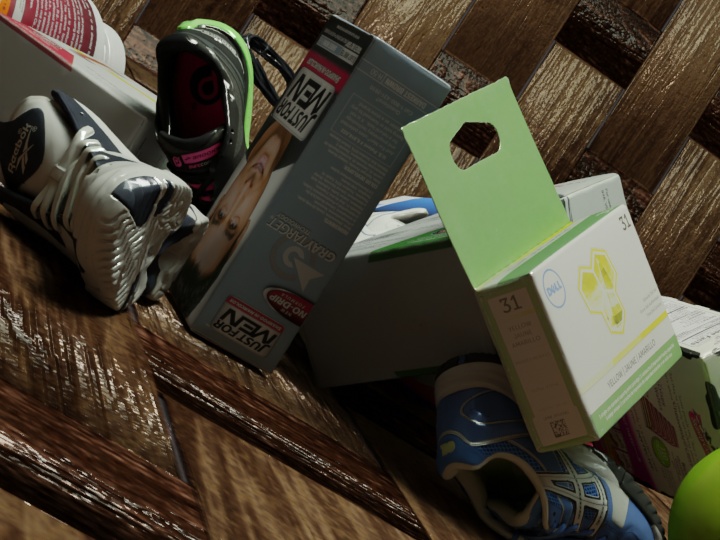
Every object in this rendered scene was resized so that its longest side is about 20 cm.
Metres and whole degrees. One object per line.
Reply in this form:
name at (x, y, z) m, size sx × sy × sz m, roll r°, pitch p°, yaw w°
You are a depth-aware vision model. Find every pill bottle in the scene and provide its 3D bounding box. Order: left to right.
pill bottle at (-0.277, -0.191, 1.425) m, size 0.113 × 0.113 × 0.200 m, roll 36°, pitch 6°, yaw 30°

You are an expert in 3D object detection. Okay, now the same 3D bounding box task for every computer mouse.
computer mouse at (-0.047, -0.087, 1.349) m, size 0.201 × 0.034 × 0.059 m, roll 63°, pitch 33°, yaw -12°

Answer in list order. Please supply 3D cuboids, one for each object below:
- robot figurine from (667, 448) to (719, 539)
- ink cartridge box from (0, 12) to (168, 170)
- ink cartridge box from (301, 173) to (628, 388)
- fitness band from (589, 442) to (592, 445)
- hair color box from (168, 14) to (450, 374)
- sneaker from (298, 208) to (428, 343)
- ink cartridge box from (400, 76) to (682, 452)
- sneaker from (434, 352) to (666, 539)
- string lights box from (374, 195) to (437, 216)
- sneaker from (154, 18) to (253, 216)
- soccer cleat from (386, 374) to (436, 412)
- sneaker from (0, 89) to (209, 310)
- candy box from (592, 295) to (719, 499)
robot figurine at (0.255, 0.178, 1.107) m, size 0.115 × 0.176 × 0.200 m, roll -4°, pitch -29°, yaw 20°
ink cartridge box at (-0.184, -0.095, 1.257) m, size 0.145 × 0.084 × 0.200 m, roll 35°, pitch 5°, yaw 17°
ink cartridge box at (0.073, 0.004, 1.154) m, size 0.146 × 0.084 × 0.200 m, roll -11°, pitch 7°, yaw 39°
fitness band at (0.114, 0.119, 1.414) m, size 0.199 × 0.038 × 0.144 m, roll 32°, pitch 8°, yaw -5°
hair color box at (-0.035, -0.048, 1.072) m, size 0.060 × 0.201 × 0.099 m, roll 30°, pitch 5°, yaw -21°
sneaker at (0.000, 0.000, 1.238) m, size 0.075 × 0.087 × 0.200 m, roll 61°, pitch 22°, yaw -17°
ink cartridge box at (0.111, -0.013, 1.041) m, size 0.145 × 0.048 × 0.201 m, roll -31°, pitch 101°, yaw -56°
sneaker at (0.108, 0.137, 1.057) m, size 0.200 × 0.076 × 0.077 m, roll 41°, pitch 41°, yaw -24°
string lights box at (0.080, 0.002, 1.344) m, size 0.059 × 0.104 × 0.199 m, roll -13°, pitch 12°, yaw -36°
sneaker at (-0.098, -0.062, 1.150) m, size 0.084 × 0.076 × 0.201 m, roll -10°, pitch 85°, yaw -68°
soccer cleat at (0.025, 0.059, 1.314) m, size 0.200 × 0.068 × 0.074 m, roll 25°, pitch -37°, yaw 49°
sneaker at (-0.158, -0.046, 0.976) m, size 0.129 × 0.080 × 0.199 m, roll 32°, pitch 5°, yaw 4°
candy box at (0.227, 0.093, 1.277) m, size 0.200 × 0.061 × 0.137 m, roll 22°, pitch -47°, yaw 65°
